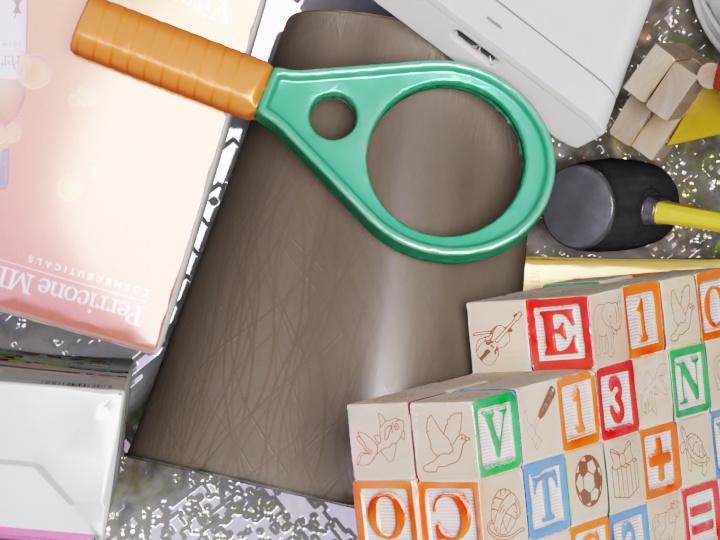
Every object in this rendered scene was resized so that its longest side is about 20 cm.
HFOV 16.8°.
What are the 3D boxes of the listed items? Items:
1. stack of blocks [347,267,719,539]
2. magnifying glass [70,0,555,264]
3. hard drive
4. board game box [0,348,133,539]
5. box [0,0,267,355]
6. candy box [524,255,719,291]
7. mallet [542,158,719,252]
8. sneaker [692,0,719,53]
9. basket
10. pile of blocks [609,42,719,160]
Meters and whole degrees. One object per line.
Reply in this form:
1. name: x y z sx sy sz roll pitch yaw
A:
1. stack of blocks: 0.079 0.066 0.962 0.059 0.200 0.115 -4 94 37
2. magnifying glass: -0.018 -0.063 0.969 0.200 0.022 0.080 21 79 4
3. hard drive: 0.077 -0.167 1.024 0.132 0.027 0.200 35 57 -20
4. board game box: -0.170 0.064 0.992 0.147 0.200 0.064 6 92 -4
5. box: -0.128 -0.081 1.036 0.152 0.106 0.200 16 91 -5
6. candy box: 0.164 0.052 1.089 0.200 0.056 0.117 0 91 -6
7. mallet: 0.167 -0.017 1.022 0.066 0.200 0.041 -2 101 -46
8. sneaker: 0.210 -0.098 1.048 0.078 0.099 0.200 -22 75 -15
9. basket: 0.000 0.000 1.036 0.180 0.136 0.200 8 83 37
10. pile of blocks: 0.192 -0.073 0.971 0.200 0.062 0.082 -18 89 24
